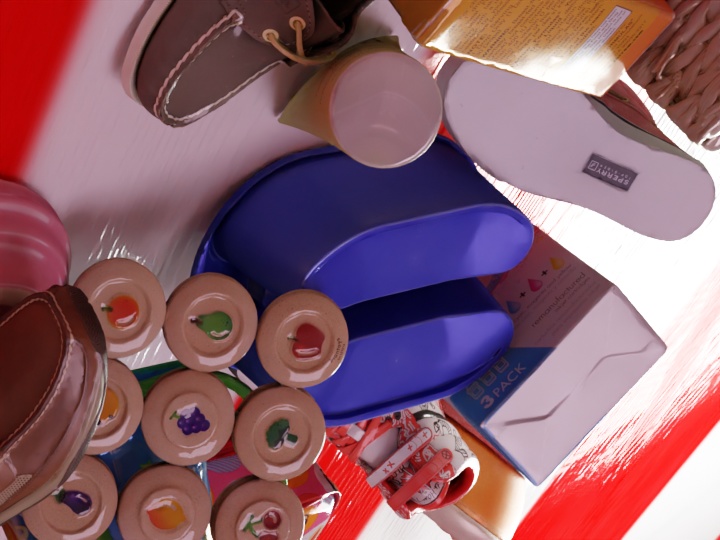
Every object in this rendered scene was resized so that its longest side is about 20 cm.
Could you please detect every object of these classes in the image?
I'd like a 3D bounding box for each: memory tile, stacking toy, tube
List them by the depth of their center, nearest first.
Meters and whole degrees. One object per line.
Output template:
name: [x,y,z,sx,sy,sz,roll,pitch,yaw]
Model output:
tube: [-0.002,-0.085,0.993,0.057,0.052,0.200,6,-172,-7]
memory tile: [-0.093,0.099,1.061,0.152,0.017,0.202,11,96,-20]
stacking toy: [0.097,0.089,1.466,0.201,0.146,0.146,-52,156,-1]

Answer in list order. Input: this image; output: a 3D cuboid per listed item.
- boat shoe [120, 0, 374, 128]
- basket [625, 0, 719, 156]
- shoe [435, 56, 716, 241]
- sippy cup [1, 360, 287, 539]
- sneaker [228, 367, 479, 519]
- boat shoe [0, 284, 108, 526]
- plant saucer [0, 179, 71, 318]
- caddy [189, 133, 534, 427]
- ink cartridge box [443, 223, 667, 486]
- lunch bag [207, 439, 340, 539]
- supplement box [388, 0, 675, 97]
boat shoe: [-0.024,-0.131,0.944,0.201,0.060,0.072,-41,156,12]
basket: [0.237,-0.163,1.160,0.200,0.124,0.135,-45,154,21]
shoe: [0.112,-0.086,1.206,0.199,0.091,0.072,24,108,-30]
sippy cup: [-0.135,0.128,1.123,0.177,0.131,0.139,-14,-177,29]
sneaker: [0.004,0.093,1.312,0.067,0.108,0.201,-43,146,13]
boat shoe: [-0.192,0.087,0.983,0.074,0.076,0.200,3,136,-47]
plant saucer: [-0.223,0.040,1.006,0.200,0.051,0.201,-29,156,-14]
caddy: [0.000,0.000,1.169,0.199,0.105,0.142,-12,127,-33]
ink cartridge box: [0.084,0.031,1.279,0.115,0.200,0.068,-46,122,-2]
lunch bag: [-0.101,0.196,1.416,0.175,0.082,0.200,-11,146,-45]
supplement box: [0.081,-0.143,1.058,0.069,0.067,0.199,-47,155,24]
